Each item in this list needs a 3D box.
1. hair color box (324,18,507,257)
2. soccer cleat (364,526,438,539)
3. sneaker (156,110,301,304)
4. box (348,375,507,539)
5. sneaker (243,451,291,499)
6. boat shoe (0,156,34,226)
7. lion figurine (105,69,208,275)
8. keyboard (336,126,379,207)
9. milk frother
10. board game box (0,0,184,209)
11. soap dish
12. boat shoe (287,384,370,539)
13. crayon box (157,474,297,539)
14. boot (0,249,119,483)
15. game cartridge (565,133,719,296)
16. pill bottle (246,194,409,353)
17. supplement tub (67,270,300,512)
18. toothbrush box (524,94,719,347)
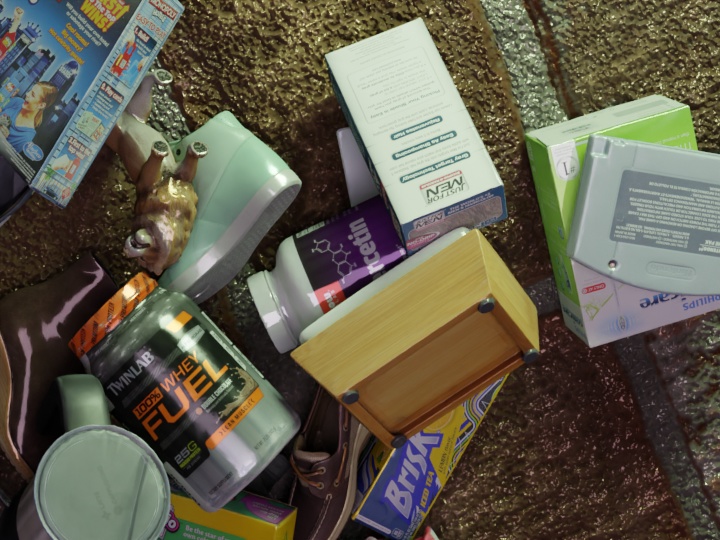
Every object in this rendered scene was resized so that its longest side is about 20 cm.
[{"bbox_3d":[0.048,-0.121,1.656,0.099,0.201,0.061,-21,149,-4],"label":"hair color box"},{"bbox_3d":[-0.012,0.291,1.763,0.198,0.068,0.074,-9,111,11],"label":"soccer cleat"},{"bbox_3d":[-0.152,-0.054,1.706,0.118,0.074,0.201,49,112,16],"label":"sneaker"},{"bbox_3d":[0.060,0.158,1.781,0.070,0.064,0.201,28,97,-19],"label":"box"},{"bbox_3d":[-0.143,0.182,1.754,0.199,0.060,0.104,41,90,-18],"label":"sneaker"},{"bbox_3d":[-0.348,-0.060,1.662,0.199,0.062,0.075,-36,106,-1],"label":"boat shoe"},{"bbox_3d":[-0.196,-0.106,1.656,0.072,0.201,0.123,-6,147,-28],"label":"lion figurine"},{"bbox_3d":[0.023,-0.042,1.761,0.056,0.011,0.202,-12,104,-2],"label":"keyboard"},{"bbox_3d":[-0.290,0.201,1.583,0.198,0.188,0.182,-22,79,-27],"label":"milk frother"},{"bbox_3d":[-0.261,-0.195,1.608,0.200,0.062,0.200,-46,63,2],"label":"board game box"},{"bbox_3d":[0.057,0.066,1.650,0.199,0.082,0.157,-34,143,6],"label":"soap dish"},{"bbox_3d":[-0.040,0.178,1.753,0.072,0.072,0.202,17,96,-47],"label":"boat shoe"},{"bbox_3d":[-0.168,0.281,1.724,0.198,0.058,0.175,14,105,17],"label":"crayon box"},{"bbox_3d":[-0.266,0.102,1.707,0.165,0.072,0.201,-30,102,0],"label":"boot"},{"bbox_3d":[0.291,-0.046,1.705,0.198,0.041,0.135,9,97,-14],"label":"game cartridge"},{"bbox_3d":[0.000,0.000,1.705,0.198,0.113,0.113,-26,106,1],"label":"pill bottle"},{"bbox_3d":[-0.159,0.106,1.645,0.122,0.123,0.200,-44,91,2],"label":"supplement tub"},{"bbox_3d":[0.253,-0.049,1.759,0.144,0.086,0.202,-15,106,-7],"label":"toothbrush box"}]
